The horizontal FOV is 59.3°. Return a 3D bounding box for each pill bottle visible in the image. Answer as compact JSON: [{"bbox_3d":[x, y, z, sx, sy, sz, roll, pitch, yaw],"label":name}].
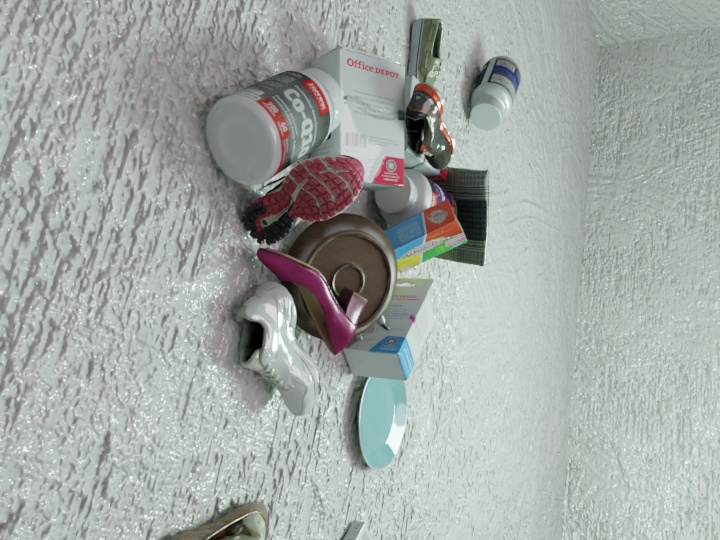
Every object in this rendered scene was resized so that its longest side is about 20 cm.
[{"bbox_3d":[0.352,-0.463,1.666,0.112,0.109,0.202,62,41,-39],"label":"pill bottle"},{"bbox_3d":[-0.107,-0.204,0.861,0.200,0.112,0.116,-47,129,-50],"label":"pill bottle"},{"bbox_3d":[0.108,-0.128,1.239,0.199,0.110,0.115,16,77,-59],"label":"pill bottle"}]

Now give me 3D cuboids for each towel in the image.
[{"bbox_3d":[0.201,-0.116,1.326,0.034,0.199,0.197,-8,103,-30],"label":"towel"}]

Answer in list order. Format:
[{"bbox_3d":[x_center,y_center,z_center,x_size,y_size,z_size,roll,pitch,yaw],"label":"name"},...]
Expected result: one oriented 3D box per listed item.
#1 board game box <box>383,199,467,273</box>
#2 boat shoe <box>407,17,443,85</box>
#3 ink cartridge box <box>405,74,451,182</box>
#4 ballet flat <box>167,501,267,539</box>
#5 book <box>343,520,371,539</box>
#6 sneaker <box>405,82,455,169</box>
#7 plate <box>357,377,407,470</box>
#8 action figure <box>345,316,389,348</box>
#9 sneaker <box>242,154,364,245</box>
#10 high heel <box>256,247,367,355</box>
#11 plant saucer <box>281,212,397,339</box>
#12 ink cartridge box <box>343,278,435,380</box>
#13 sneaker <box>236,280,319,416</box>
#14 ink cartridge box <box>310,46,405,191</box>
[{"bbox_3d":[0.113,-0.057,1.165,0.041,0.151,0.200,67,11,13],"label":"board game box"},{"bbox_3d":[0.141,-0.437,1.343,0.072,0.061,0.205,-1,92,-60],"label":"boat shoe"},{"bbox_3d":[0.102,-0.270,1.241,0.199,0.082,0.149,17,76,-59],"label":"ink cartridge box"},{"bbox_3d":[-0.165,0.351,0.811,0.199,0.066,0.070,1,90,-60],"label":"ballet flat"},{"bbox_3d":[-0.024,0.557,1.082,0.200,0.047,0.136,-48,128,-51],"label":"book"},{"bbox_3d":[0.107,-0.230,1.093,0.083,0.076,0.201,-54,150,-16],"label":"sneaker"},{"bbox_3d":[0.037,0.273,1.206,0.199,0.025,0.205,-4,94,-60],"label":"plate"},{"bbox_3d":[0.000,0.000,1.065,0.200,0.103,0.197,-44,132,-52],"label":"action figure"},{"bbox_3d":[-0.075,-0.106,0.845,0.081,0.197,0.075,57,38,-17],"label":"sneaker"},{"bbox_3d":[-0.079,0.045,0.904,0.198,0.067,0.098,31,85,-27],"label":"high heel"},{"bbox_3d":[-0.025,0.015,0.977,0.196,0.032,0.205,-5,104,-22],"label":"plant saucer"},{"bbox_3d":[0.063,0.102,1.159,0.201,0.113,0.069,-57,137,-43],"label":"ink cartridge box"},{"bbox_3d":[-0.126,0.125,0.885,0.099,0.077,0.204,-35,112,-47],"label":"sneaker"},{"bbox_3d":[-0.004,-0.240,1.033,0.143,0.083,0.205,0,90,-39],"label":"ink cartridge box"}]
